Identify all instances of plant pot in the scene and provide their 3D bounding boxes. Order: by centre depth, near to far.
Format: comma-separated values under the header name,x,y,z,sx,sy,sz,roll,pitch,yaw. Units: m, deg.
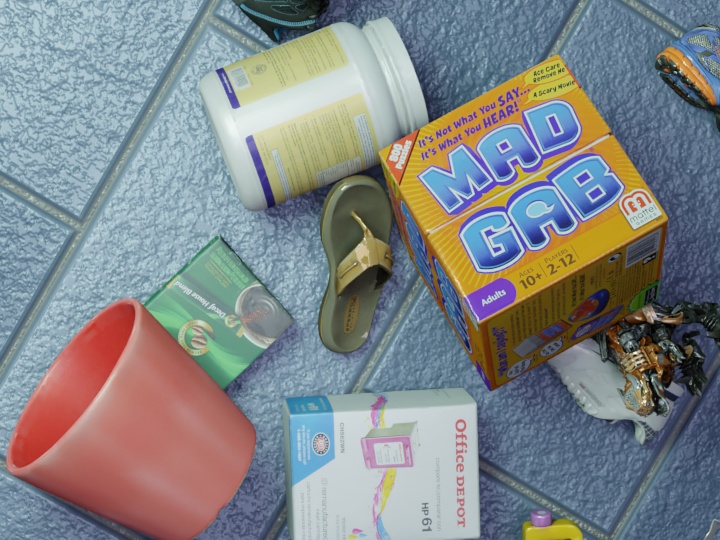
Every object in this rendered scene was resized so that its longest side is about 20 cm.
name,x,y,z,sx,sy,sz,roll,pitch,yaw
plant pot,-0.209,0.156,1.440,0.177,0.200,0.201,39,90,-21

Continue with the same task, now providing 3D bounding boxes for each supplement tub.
name,x,y,z,sx,sy,sz,roll,pitch,yaw
supplement tub,-0.046,-0.157,1.488,0.198,0.145,0.147,-21,98,-5

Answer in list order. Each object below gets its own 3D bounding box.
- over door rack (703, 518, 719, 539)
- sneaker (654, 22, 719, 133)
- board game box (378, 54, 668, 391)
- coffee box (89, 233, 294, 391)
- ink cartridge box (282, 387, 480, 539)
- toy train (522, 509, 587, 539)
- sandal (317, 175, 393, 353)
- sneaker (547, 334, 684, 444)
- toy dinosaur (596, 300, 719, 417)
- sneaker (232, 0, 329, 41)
name,x,y,z,sx,sy,sz,roll,pitch,yaw
over door rack,0.356,0.339,1.591,0.147,0.067,0.201,18,115,-45
sneaker,0.406,-0.182,1.584,0.200,0.075,0.079,42,86,-11
board game box,0.158,-0.041,1.463,0.199,0.200,0.201,-28,67,-4
coffee box,-0.178,0.076,1.544,0.200,0.044,0.123,-42,100,-1
ink cartridge box,0.023,0.205,1.564,0.198,0.085,0.146,-3,96,-9
toy train,0.204,0.336,1.620,0.198,0.056,0.151,23,98,-9
sandal,0.000,0.000,1.524,0.080,0.054,0.202,-8,118,-28
sneaker,0.245,0.110,1.594,0.199,0.076,0.081,30,101,-8
toy dinosaur,0.304,0.063,1.541,0.134,0.102,0.202,12,67,-11
sneaker,-0.049,-0.282,1.463,0.073,0.199,0.082,-48,112,-29
